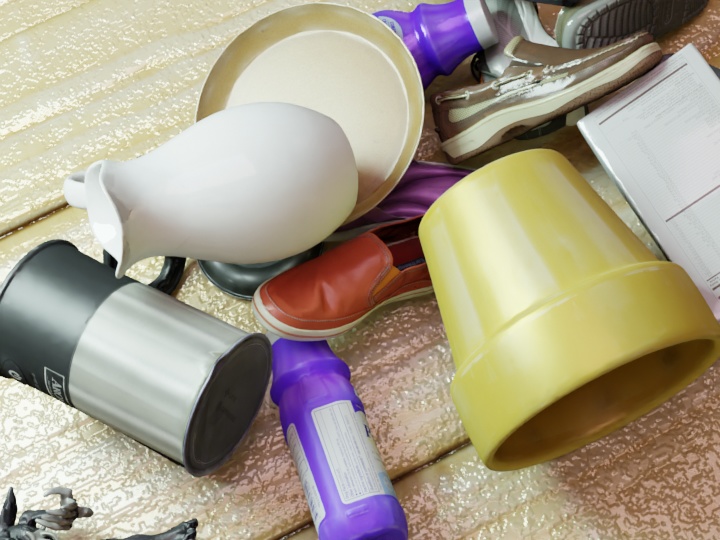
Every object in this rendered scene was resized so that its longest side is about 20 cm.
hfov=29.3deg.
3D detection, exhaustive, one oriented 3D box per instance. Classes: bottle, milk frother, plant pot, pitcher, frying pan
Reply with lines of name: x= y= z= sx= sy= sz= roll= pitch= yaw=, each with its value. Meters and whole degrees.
bottle: x=-0.024 y=0.129 z=1.063 sx=0.065 sy=0.084 sz=0.200 roll=-19 pitch=57 yaw=-5
milk frother: x=-0.150 y=0.038 z=1.074 sx=0.188 sy=0.181 sz=0.200 roll=24 pitch=76 yaw=19
plant pot: x=0.139 y=0.022 z=1.032 sx=0.200 sy=0.201 sz=0.189 roll=-25 pitch=68 yaw=-5
pitcher: x=-0.119 y=-0.067 z=1.061 sx=0.200 sy=0.122 sz=0.172 roll=-14 pitch=24 yaw=-24
bottle: x=0.019 y=-0.181 z=1.189 sx=0.200 sy=0.065 sz=0.084 roll=-20 pitch=66 yaw=15
plant pot: x=-0.041 y=-0.125 z=1.145 sx=0.199 sy=0.027 sz=0.201 roll=-4 pitch=76 yaw=15
frying pan: x=-0.107 y=-0.059 z=1.198 sx=0.115 sy=0.031 sz=0.190 roll=-30 pitch=68 yaw=-10

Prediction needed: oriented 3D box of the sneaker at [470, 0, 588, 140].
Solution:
sneaker: x=0.125 y=-0.202 z=1.211 sx=0.079 sy=0.074 sz=0.200 roll=-26 pitch=66 yaw=0

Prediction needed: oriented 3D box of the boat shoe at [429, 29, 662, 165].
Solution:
boat shoe: x=0.142 y=-0.157 z=1.118 sx=0.202 sy=0.075 sz=0.075 roll=-24 pitch=92 yaw=27

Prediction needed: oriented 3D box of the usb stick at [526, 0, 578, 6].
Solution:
usb stick: x=0.110 y=-0.262 z=1.180 sx=0.200 sy=0.033 sz=0.056 roll=20 pitch=79 yaw=40

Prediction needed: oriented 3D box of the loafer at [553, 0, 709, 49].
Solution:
loafer: x=0.229 y=-0.230 z=1.195 sx=0.070 sy=0.075 sz=0.200 roll=31 pitch=42 yaw=34

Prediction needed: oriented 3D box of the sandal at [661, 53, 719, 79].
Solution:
sandal: x=0.336 y=-0.136 z=1.169 sx=0.200 sy=0.048 sz=0.075 roll=20 pitch=70 yaw=15

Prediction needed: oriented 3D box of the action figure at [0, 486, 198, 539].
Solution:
action figure: x=-0.224 y=0.223 z=1.043 sx=0.199 sy=0.102 sz=0.119 roll=-1 pitch=77 yaw=4

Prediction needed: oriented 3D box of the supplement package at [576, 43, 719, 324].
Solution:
supplement package: x=0.279 y=-0.056 z=1.091 sx=0.114 sy=0.110 sz=0.200 roll=-34 pitch=67 yaw=12

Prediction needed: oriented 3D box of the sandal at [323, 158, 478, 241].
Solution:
sandal: x=0.017 y=-0.072 z=1.163 sx=0.202 sy=0.050 sz=0.083 roll=-3 pitch=63 yaw=-6

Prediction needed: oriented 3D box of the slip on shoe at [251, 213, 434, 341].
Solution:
slip on shoe: x=0.000 y=0.000 z=1.097 sx=0.200 sy=0.061 sz=0.074 roll=-19 pitch=53 yaw=-31
